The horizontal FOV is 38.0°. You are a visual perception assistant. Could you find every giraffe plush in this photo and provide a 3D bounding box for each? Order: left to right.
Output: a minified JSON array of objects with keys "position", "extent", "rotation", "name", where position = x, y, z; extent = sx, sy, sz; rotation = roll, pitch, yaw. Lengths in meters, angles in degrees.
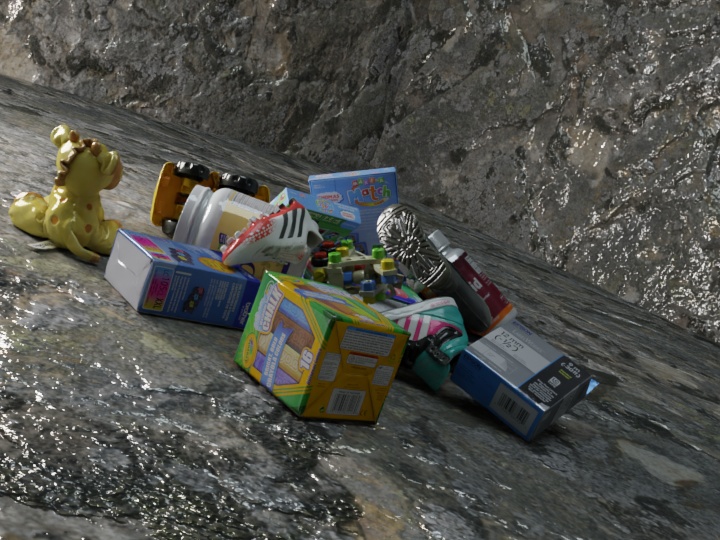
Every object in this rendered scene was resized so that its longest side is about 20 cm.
[{"position":[-0.407,-0.118,1.505],"extent":[0.172,0.163,0.200],"rotation":[20,9,-4],"name":"giraffe plush"}]

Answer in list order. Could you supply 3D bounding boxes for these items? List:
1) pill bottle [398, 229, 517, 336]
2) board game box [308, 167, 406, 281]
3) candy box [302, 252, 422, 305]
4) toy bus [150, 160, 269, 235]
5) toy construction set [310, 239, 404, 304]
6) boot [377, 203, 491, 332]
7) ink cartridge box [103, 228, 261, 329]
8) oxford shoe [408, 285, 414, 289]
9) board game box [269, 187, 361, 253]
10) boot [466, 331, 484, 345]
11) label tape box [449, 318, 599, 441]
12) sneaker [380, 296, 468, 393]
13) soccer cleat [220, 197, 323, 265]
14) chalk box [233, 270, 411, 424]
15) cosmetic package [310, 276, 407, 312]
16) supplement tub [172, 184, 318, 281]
[{"position":[0.163,0.035,1.781],"extent":[0.200,0.114,0.114],"rotation":[48,13,4],"name":"pill bottle"},{"position":[-0.004,-0.073,1.829],"extent":[0.150,0.201,0.037],"rotation":[-5,20,2],"name":"board game box"},{"position":[-0.005,0.043,1.714],"extent":[0.199,0.077,0.169],"rotation":[17,10,-17],"name":"candy box"},{"position":[-0.284,-0.115,1.893],"extent":[0.199,0.136,0.192],"rotation":[14,-2,-19],"name":"toy bus"},{"position":[0.000,0.000,1.497],"extent":[0.130,0.093,0.200],"rotation":[-2,0,10],"name":"toy construction set"},{"position":[0.119,-0.001,1.623],"extent":[0.200,0.072,0.182],"rotation":[30,25,-56],"name":"boot"},{"position":[-0.228,0.015,1.421],"extent":[0.199,0.077,0.136],"rotation":[15,11,-37],"name":"ink cartridge box"},{"position":[0.110,0.057,1.900],"extent":[0.199,0.071,0.074],"rotation":[15,9,-33],"name":"oxford shoe"},{"position":[-0.119,-0.057,1.748],"extent":[0.151,0.200,0.037],"rotation":[13,54,-38],"name":"board game box"},{"position":[0.184,0.134,1.622],"extent":[0.162,0.074,0.198],"rotation":[21,2,-10],"name":"boot"},{"position":[0.244,0.139,1.479],"extent":[0.143,0.066,0.200],"rotation":[37,40,25],"name":"label tape box"},{"position":[0.071,0.119,1.464],"extent":[0.199,0.084,0.121],"rotation":[-17,62,-22],"name":"sneaker"},{"position":[-0.120,-0.039,1.470],"extent":[0.085,0.069,0.200],"rotation":[51,32,2],"name":"soccer cleat"},{"position":[-0.059,0.082,1.249],"extent":[0.124,0.124,0.200],"rotation":[12,13,-41],"name":"chalk box"},{"position":[0.016,0.080,1.567],"extent":[0.199,0.072,0.101],"rotation":[17,11,-17],"name":"cosmetic package"},{"position":[-0.178,-0.040,1.610],"extent":[0.199,0.146,0.145],"rotation":[20,10,-2],"name":"supplement tub"}]
